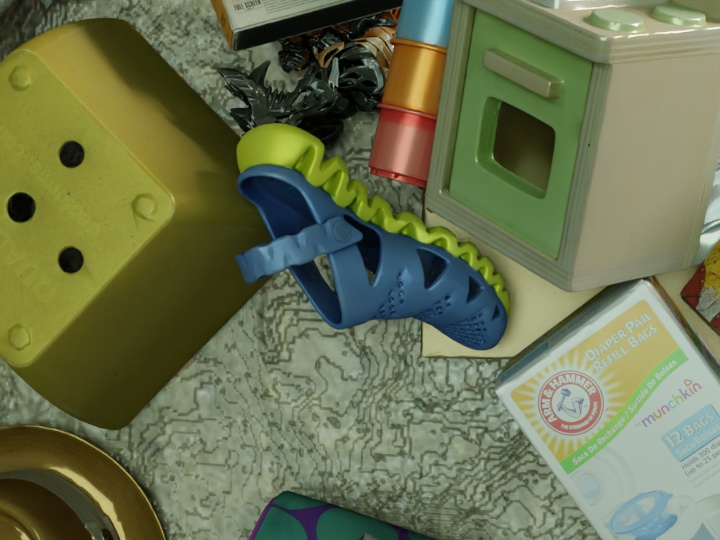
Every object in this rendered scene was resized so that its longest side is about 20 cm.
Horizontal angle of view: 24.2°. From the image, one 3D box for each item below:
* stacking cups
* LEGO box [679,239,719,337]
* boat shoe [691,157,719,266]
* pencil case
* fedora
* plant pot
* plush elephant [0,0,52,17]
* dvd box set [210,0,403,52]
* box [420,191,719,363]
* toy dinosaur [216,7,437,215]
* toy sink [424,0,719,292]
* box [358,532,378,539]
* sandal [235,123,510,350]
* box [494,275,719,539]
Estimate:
[{"bbox_3d":[0.050,-0.149,0.988,0.060,0.061,0.201,12,91,10],"label":"stacking cups"},{"bbox_3d":[0.309,0.018,0.951,0.200,0.077,0.149,33,100,-16],"label":"LEGO box"},{"bbox_3d":[0.255,-0.078,0.994,0.201,0.070,0.072,-31,97,-4],"label":"boat shoe"},{"bbox_3d":[0.027,0.207,1.034,0.199,0.085,0.093,16,78,10],"label":"pencil case"},{"bbox_3d":[-0.220,0.199,1.076,0.200,0.082,0.201,0,89,10],"label":"fedora"},{"bbox_3d":[-0.176,-0.033,1.029,0.200,0.176,0.200,-45,82,5],"label":"plant pot"},{"bbox_3d":[-0.297,-0.190,1.074,0.155,0.200,0.165,-19,71,31],"label":"plush elephant"},{"bbox_3d":[-0.048,-0.242,1.040,0.146,0.029,0.200,-18,73,-18],"label":"dvd box set"},{"bbox_3d":[0.137,-0.024,1.053,0.199,0.021,0.164,1,89,9],"label":"box"},{"bbox_3d":[-0.012,-0.123,1.047,0.136,0.102,0.200,-33,56,-8],"label":"toy dinosaur"},{"bbox_3d":[0.123,-0.109,0.931,0.130,0.112,0.201,35,125,44],"label":"toy sink"},{"bbox_3d":[0.010,0.265,0.996,0.161,0.049,0.200,38,125,-3],"label":"box"},{"bbox_3d":[0.000,0.000,0.994,0.200,0.079,0.087,30,63,-18],"label":"sandal"},{"bbox_3d":[0.181,0.109,0.988,0.112,0.101,0.200,-36,90,11],"label":"box"}]
